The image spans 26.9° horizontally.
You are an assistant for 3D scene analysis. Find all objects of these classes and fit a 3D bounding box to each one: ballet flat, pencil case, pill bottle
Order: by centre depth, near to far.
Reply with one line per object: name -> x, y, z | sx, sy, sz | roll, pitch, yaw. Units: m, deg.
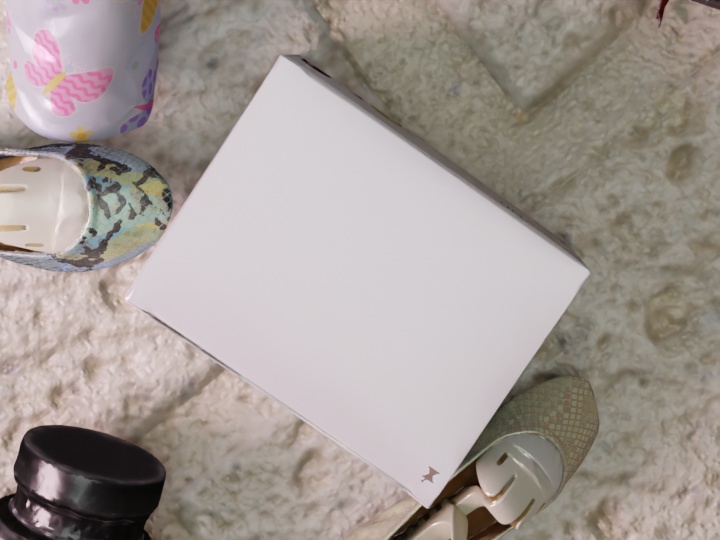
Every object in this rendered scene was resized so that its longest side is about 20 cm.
pencil case -> -0.148, -0.162, 0.779 | 0.090, 0.084, 0.201 | 19, 137, 11
ballet flat -> -0.198, -0.035, 0.818 | 0.197, 0.074, 0.075 | 1, 99, 27
pill bottle -> -0.179, 0.199, 0.865 | 0.110, 0.112, 0.203 | 18, 98, 0
ballet flat -> 0.066, 0.142, 0.870 | 0.200, 0.062, 0.068 | -41, 109, 8

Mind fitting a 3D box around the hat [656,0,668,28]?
hat -> 0.271, -0.250, 0.820 | 0.197, 0.167, 0.177 | 5, 139, 10

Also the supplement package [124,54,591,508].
supplement package -> 0.000, 0.000, 0.830 | 0.199, 0.111, 0.157 | 34, 98, -3

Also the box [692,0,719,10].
box -> 0.174, -0.241, 0.745 | 0.049, 0.160, 0.203 | -6, 113, -24
